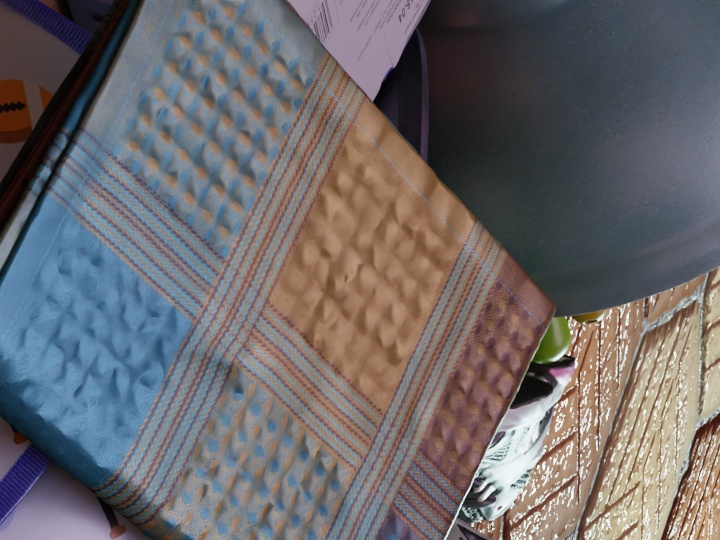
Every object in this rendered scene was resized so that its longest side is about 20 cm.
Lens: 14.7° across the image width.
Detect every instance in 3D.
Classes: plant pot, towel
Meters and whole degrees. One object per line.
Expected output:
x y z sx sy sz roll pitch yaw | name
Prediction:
0.091 -0.092 1.169 0.201 0.199 0.135 -54 128 -43 | plant pot
-0.027 0.013 0.793 0.200 0.022 0.147 46 63 -39 | towel

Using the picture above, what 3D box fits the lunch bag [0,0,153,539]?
-0.096 0.038 0.824 0.200 0.123 0.170 49 63 -27 | lunch bag

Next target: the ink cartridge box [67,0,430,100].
-0.036 -0.108 0.986 0.137 0.076 0.201 -62 154 -30 | ink cartridge box

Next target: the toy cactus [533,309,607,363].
0.090 -0.032 1.319 0.166 0.102 0.200 -57 174 4 | toy cactus

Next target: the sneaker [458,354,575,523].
0.055 0.085 1.359 0.200 0.080 0.087 -8 113 -67 | sneaker

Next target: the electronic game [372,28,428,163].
0.000 0.000 1.103 0.200 0.041 0.201 -172 -90 -83 | electronic game

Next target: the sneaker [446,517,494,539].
0.009 0.131 1.258 0.200 0.087 0.076 -4 110 -67 | sneaker
